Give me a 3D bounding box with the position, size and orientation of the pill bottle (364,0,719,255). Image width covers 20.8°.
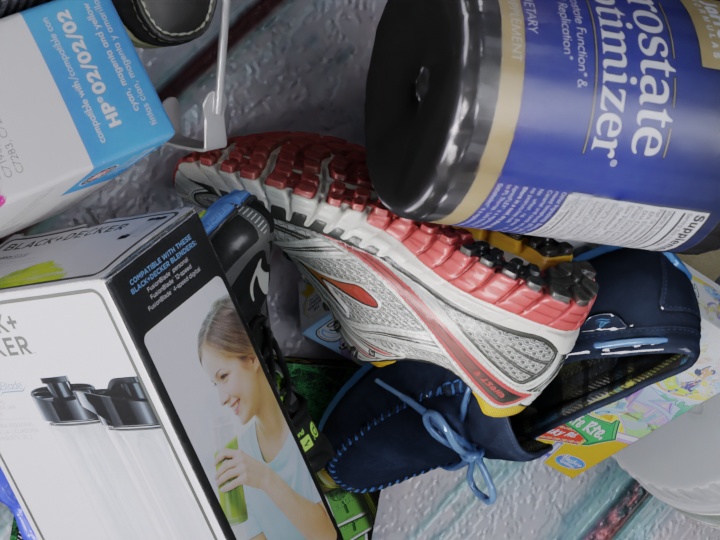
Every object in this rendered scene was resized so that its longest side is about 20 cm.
[{"bbox_3d":[0.110,-0.066,0.833,0.199,0.112,0.112,6,99,-22],"label":"pill bottle"}]

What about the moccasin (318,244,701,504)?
[{"bbox_3d":[0.063,0.055,0.902,0.200,0.068,0.080,-34,139,24],"label":"moccasin"}]

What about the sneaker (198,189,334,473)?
[{"bbox_3d":[-0.047,0.051,0.841,0.071,0.082,0.200,-41,143,-43],"label":"sneaker"}]

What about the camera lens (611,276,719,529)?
[{"bbox_3d":[0.244,0.076,1.089,0.200,0.160,0.161,23,87,-40],"label":"camera lens"}]

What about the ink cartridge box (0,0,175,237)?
[{"bbox_3d":[-0.184,-0.031,0.730,0.200,0.115,0.068,-26,90,-34],"label":"ink cartridge box"}]

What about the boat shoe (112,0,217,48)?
[{"bbox_3d":[-0.080,-0.190,0.816,0.072,0.066,0.202,-12,110,-38],"label":"boat shoe"}]

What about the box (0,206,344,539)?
[{"bbox_3d":[-0.084,0.080,0.794,0.060,0.116,0.201,-40,116,-44],"label":"box"}]

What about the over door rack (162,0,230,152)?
[{"bbox_3d":[0.004,-0.142,0.839,0.147,0.067,0.201,-15,131,-41],"label":"over door rack"}]

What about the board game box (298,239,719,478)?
[{"bbox_3d":[0.087,0.025,0.963,0.200,0.134,0.034,29,40,-34],"label":"board game box"}]

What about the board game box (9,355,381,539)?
[{"bbox_3d":[-0.068,0.090,0.931,0.199,0.023,0.105,5,96,-40],"label":"board game box"}]

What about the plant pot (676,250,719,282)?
[{"bbox_3d":[0.162,-0.098,0.981,0.187,0.187,0.201,-3,118,-38],"label":"plant pot"}]

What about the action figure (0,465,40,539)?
[{"bbox_3d":[-0.170,0.076,0.821,0.065,0.052,0.201,-31,112,-22],"label":"action figure"}]

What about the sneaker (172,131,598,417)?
[{"bbox_3d":[0.000,0.000,0.859,0.078,0.199,0.082,-28,141,-59],"label":"sneaker"}]

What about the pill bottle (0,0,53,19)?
[{"bbox_3d":[-0.202,-0.120,0.711,0.199,0.106,0.107,-25,117,-31],"label":"pill bottle"}]
